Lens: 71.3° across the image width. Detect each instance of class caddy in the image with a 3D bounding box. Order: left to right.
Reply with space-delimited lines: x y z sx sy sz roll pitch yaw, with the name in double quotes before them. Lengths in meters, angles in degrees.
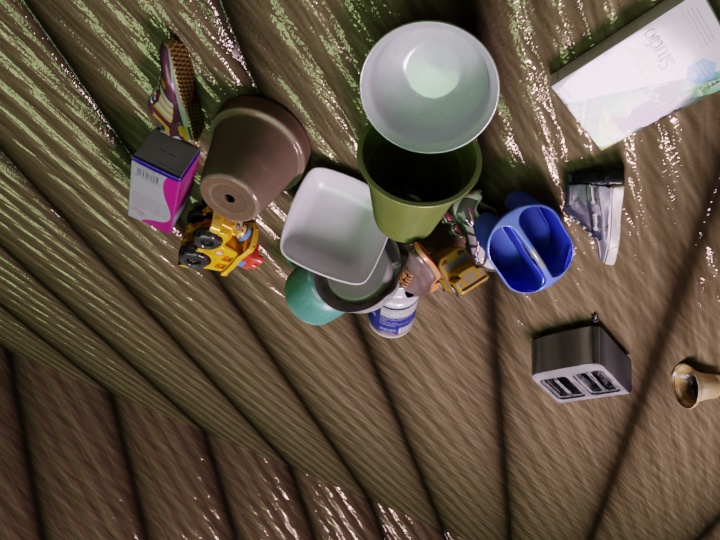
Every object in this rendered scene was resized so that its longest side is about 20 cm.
"caddy" 0.302 -0.046 0.916 0.141 0.105 0.200 -37 123 12

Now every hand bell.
"hand bell" 0.856 0.269 1.167 0.199 0.104 0.104 0 141 3

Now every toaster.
"toaster" 0.520 0.221 1.195 0.181 0.119 0.200 -24 126 40

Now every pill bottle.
"pill bottle" 0.079 0.062 1.176 0.115 0.116 0.200 13 142 7

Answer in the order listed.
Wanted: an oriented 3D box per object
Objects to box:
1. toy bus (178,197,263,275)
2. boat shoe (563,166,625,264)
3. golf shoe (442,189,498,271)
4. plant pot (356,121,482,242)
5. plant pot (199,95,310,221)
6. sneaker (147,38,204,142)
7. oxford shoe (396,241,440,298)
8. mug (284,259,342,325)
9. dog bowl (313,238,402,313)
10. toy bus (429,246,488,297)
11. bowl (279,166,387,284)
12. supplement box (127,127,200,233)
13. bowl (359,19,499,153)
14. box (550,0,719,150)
"toy bus" -0.304 -0.072 1.165 0.192 0.136 0.200 23 142 -29
"boat shoe" 0.412 -0.095 0.892 0.093 0.075 0.200 5 134 27
"golf shoe" 0.239 -0.072 0.980 0.088 0.077 0.200 -25 127 32
"plant pot" 0.089 -0.144 0.877 0.200 0.200 0.190 15 154 4
"plant pot" -0.212 -0.189 0.931 0.200 0.175 0.200 12 143 9
"sneaker" -0.348 -0.319 0.904 0.090 0.075 0.200 9 141 3
"oxford shoe" 0.110 0.009 0.983 0.073 0.071 0.200 -30 153 -3
"mug" -0.099 0.033 1.178 0.185 0.152 0.114 30 144 -21
"dog bowl" 0.000 0.000 1.075 0.200 0.201 0.059 0 162 22
"toy bus" 0.183 -0.003 0.993 0.078 0.065 0.200 59 178 -4
"bowl" -0.048 -0.087 1.009 0.200 0.200 0.075 22 -178 -9
"supplement box" -0.425 -0.186 1.080 0.101 0.104 0.200 26 141 -12
"bowl" 0.105 -0.283 0.747 0.201 0.090 0.201 9 136 8
"box" 0.393 -0.271 0.698 0.144 0.036 0.200 38 139 -24
